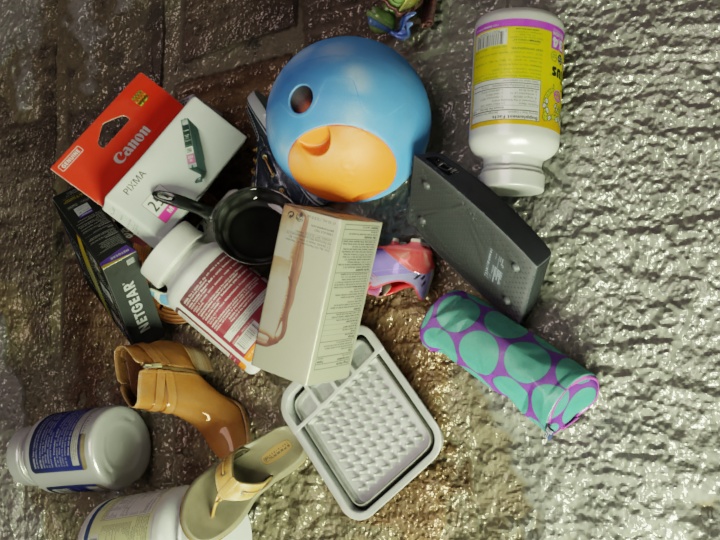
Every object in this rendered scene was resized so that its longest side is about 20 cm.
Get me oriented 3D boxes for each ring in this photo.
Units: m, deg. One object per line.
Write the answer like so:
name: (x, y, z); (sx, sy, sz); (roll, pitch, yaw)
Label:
ring: (-0.259, -0.022, 1.402); (0.200, 0.019, 0.201); (-5, 81, 33)

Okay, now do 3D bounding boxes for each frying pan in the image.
frying pan: (-0.169, -0.053, 1.227); (0.190, 0.031, 0.115); (-4, 64, -5)

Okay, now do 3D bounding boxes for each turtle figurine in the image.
turtle figurine: (0.034, -0.412, 1.198); (0.200, 0.144, 0.194); (45, 103, 25)

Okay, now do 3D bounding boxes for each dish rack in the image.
dish rack: (0.005, 0.187, 1.188); (0.172, 0.044, 0.200); (-45, 62, 18)

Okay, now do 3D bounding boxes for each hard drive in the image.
hard drive: (0.134, -0.040, 1.096); (0.042, 0.135, 0.200); (-32, 61, -22)

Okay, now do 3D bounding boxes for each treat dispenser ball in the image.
treat dispenser ball: (-0.015, -0.182, 1.161); (0.201, 0.201, 0.201); (-5, 80, 32)

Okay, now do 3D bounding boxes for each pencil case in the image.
pencil case: (0.163, 0.102, 1.074); (0.200, 0.085, 0.093); (36, 138, 32)

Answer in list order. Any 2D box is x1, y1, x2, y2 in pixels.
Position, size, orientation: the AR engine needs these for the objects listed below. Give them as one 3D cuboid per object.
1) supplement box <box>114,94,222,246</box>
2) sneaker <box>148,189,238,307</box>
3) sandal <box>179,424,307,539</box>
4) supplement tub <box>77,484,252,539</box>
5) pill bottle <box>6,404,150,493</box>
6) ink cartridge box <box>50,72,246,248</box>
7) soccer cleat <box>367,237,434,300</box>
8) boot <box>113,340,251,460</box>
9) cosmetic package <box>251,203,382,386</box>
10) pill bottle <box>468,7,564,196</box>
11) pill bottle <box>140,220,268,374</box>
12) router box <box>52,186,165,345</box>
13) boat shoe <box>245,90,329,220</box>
supplement box: (-0.273, -0.141, 1.358); (0.109, 0.061, 0.200); (-11, 58, 43)
sneaker: (-0.223, -0.030, 1.320); (0.200, 0.072, 0.072); (-54, 36, 16)
sandal: (-0.145, 0.258, 1.200); (0.200, 0.054, 0.080); (-36, 74, -25)
supplement tub: (-0.259, 0.364, 1.270); (0.200, 0.145, 0.145); (-16, 75, 30)
pill bottle: (-0.418, 0.265, 1.402); (0.200, 0.120, 0.120); (-11, 77, 31)
ink cartridge box: (-0.278, -0.157, 1.272); (0.200, 0.174, 0.044); (-56, 8, -26)
soccer cleat: (0.000, 0.000, 1.205); (0.200, 0.067, 0.077); (-1, 78, 29)
boot: (-0.242, 0.180, 1.280); (0.074, 0.155, 0.200); (-46, 62, 18)
cosmetic package: (-0.052, 0.027, 1.146); (0.087, 0.103, 0.200); (16, 97, 28)
pill bottle: (0.178, -0.189, 1.096); (0.104, 0.104, 0.200); (0, 84, 33)
pill bottle: (-0.180, 0.033, 1.245); (0.200, 0.110, 0.110); (41, 107, 1)
router box: (-0.350, -0.002, 1.341); (0.052, 0.200, 0.157); (-31, 58, -20)
boat shoe: (-0.122, -0.148, 1.300); (0.091, 0.071, 0.200); (-39, 67, 18)
